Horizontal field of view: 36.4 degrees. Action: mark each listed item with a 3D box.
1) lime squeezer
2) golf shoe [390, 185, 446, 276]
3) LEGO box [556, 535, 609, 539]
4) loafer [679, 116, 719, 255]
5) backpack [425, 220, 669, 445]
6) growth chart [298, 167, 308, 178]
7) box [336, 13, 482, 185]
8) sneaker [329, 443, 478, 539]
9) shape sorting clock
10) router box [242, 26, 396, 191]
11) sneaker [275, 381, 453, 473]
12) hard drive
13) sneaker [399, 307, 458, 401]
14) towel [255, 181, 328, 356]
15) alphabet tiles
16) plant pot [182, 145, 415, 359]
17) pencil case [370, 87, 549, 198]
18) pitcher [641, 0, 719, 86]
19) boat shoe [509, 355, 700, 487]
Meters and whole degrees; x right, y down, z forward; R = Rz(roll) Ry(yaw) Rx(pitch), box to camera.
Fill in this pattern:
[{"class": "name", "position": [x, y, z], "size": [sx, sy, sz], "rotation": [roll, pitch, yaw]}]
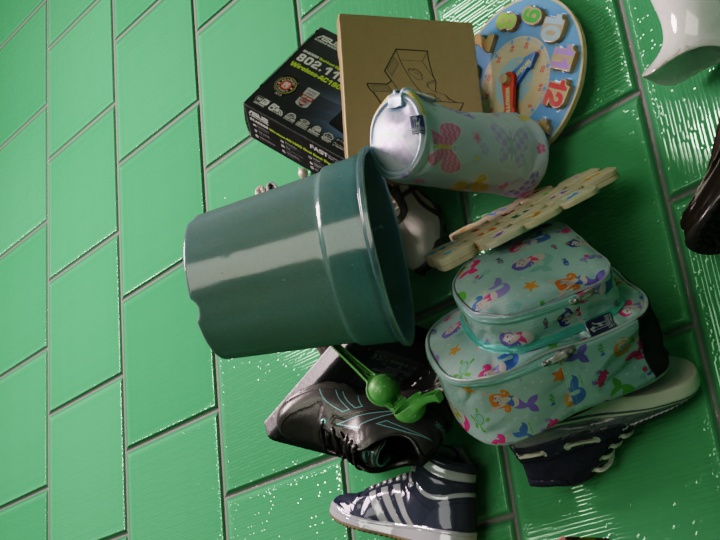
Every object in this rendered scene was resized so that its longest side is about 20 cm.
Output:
[{"class": "lime squeezer", "position": [0.026, 0.119, 1.113], "size": [0.038, 0.071, 0.199], "rotation": [-53, 37, -10]}, {"class": "golf shoe", "position": [0.037, -0.083, 1.303], "size": [0.077, 0.087, 0.202], "rotation": [-41, 53, 34]}, {"class": "LEGO box", "position": [0.201, 0.370, 1.005], "size": [0.149, 0.077, 0.201], "rotation": [-47, 49, 28]}, {"class": "loafer", "position": [0.350, -0.106, 0.985], "size": [0.201, 0.073, 0.071], "rotation": [-58, 35, 13]}, {"class": "backpack", "position": [0.159, 0.060, 1.010], "size": [0.199, 0.151, 0.178], "rotation": [-31, 25, 1]}, {"class": "growth chart", "position": [-0.015, -0.054, 1.349], "size": [0.199, 0.018, 0.146], "rotation": [33, 145, 46]}, {"class": "box", "position": [0.058, -0.190, 1.218], "size": [0.021, 0.161, 0.203], "rotation": [120, 149, -66]}, {"class": "sneaker", "position": [0.050, 0.240, 1.213], "size": [0.198, 0.070, 0.110], "rotation": [2, 85, 42]}, {"class": "shape sorting clock", "position": [0.171, -0.210, 1.225], "size": [0.199, 0.039, 0.203], "rotation": [-16, 68, 44]}, {"class": "router box", "position": [-0.015, -0.182, 1.277], "size": [0.199, 0.062, 0.150], "rotation": [31, 63, 22]}, {"class": "sneaker", "position": [-0.004, 0.167, 1.158], "size": [0.198, 0.076, 0.080], "rotation": [-4, 37, 22]}, {"class": "hard drive", "position": [0.001, 0.135, 1.243], "size": [0.200, 0.139, 0.033], "rotation": [-50, 40, 27]}, {"class": "sneaker", "position": [0.117, 0.084, 1.175], "size": [0.199, 0.073, 0.083], "rotation": [-31, 73, 28]}, {"class": "towel", "position": [-0.062, 0.016, 1.327], "size": [0.032, 0.191, 0.202], "rotation": [-22, 58, 5]}, {"class": "alphabet tiles", "position": [0.159, -0.052, 1.093], "size": [0.015, 0.198, 0.196], "rotation": [62, 175, -7]}, {"class": "plant pot", "position": [-0.062, -0.003, 1.098], "size": [0.194, 0.200, 0.203], "rotation": [-13, 66, 9]}, {"class": "pencil case", "position": [0.102, -0.126, 1.114], "size": [0.083, 0.198, 0.092], "rotation": [-25, 68, 46]}, {"class": "pitcher", "position": [0.340, -0.287, 1.017], "size": [0.170, 0.121, 0.203], "rotation": [-4, 86, 26]}, {"class": "boat shoe", "position": [0.233, 0.147, 1.048], "size": [0.198, 0.075, 0.094], "rotation": [-14, 112, 25]}]
